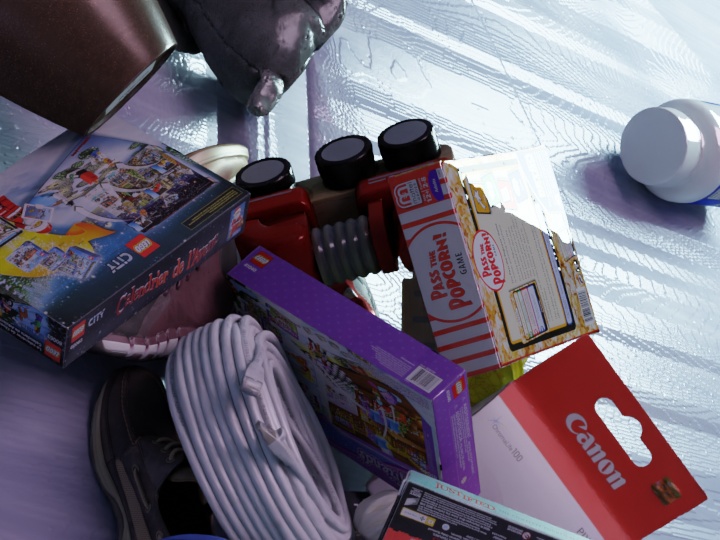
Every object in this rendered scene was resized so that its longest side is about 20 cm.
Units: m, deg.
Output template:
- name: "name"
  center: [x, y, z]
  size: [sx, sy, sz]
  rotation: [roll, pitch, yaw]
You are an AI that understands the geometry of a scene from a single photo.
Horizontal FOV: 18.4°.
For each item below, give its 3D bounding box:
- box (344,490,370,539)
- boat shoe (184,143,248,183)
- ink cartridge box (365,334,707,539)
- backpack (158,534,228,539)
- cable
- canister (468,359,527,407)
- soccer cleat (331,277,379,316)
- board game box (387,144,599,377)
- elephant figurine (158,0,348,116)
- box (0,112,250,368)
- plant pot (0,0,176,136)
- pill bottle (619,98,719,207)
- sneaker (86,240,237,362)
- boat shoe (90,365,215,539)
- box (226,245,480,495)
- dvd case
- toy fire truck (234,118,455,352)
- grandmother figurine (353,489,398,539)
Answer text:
- name: "box"
  center: [0.049, 0.252, 1.705]
  size: [0.200, 0.044, 0.160]
  rotation: [10, 56, -50]
- name: "boat shoe"
  center: [-0.145, -0.048, 1.679]
  size: [0.200, 0.072, 0.065]
  rotation: [-28, 98, -58]
- name: "ink cartridge box"
  center: [0.130, 0.167, 1.656]
  size: [0.163, 0.200, 0.057]
  rotation: [53, 25, -8]
- name: "backpack"
  center: [-0.111, 0.251, 1.346]
  size: [0.183, 0.200, 0.147]
  rotation: [48, 34, -13]
- name: "cable"
  center: [-0.064, 0.128, 1.521]
  size: [0.200, 0.069, 0.200]
  rotation: [-104, 169, -65]
- name: "canister"
  center: [0.082, 0.080, 1.774]
  size: [0.086, 0.149, 0.200]
  rotation: [33, 22, 4]
- name: "soccer cleat"
  center: [-0.013, 0.044, 1.761]
  size: [0.085, 0.069, 0.200]
  rotation: [57, 13, -37]
- name: "board game box"
  center: [0.102, -0.009, 1.625]
  size: [0.200, 0.046, 0.152]
  rotation: [-12, 85, -63]
- name: "elephant figurine"
  center: [-0.123, -0.230, 1.830]
  size: [0.200, 0.155, 0.142]
  rotation: [41, 78, -7]
- name: "box"
  center: [-0.189, -0.027, 1.522]
  size: [0.136, 0.038, 0.200]
  rotation: [31, 43, 20]
- name: "plant pot"
  center: [-0.229, -0.196, 1.547]
  size: [0.200, 0.187, 0.187]
  rotation: [45, 33, -3]
- name: "pill bottle"
  center: [0.362, -0.125, 2.381]
  size: [0.200, 0.112, 0.112]
  rotation: [3, 61, -52]
- name: "sneaker"
  center: [-0.151, 0.004, 1.579]
  size: [0.200, 0.076, 0.116]
  rotation: [6, 93, -61]
- name: "boat shoe"
  center: [-0.129, 0.152, 1.523]
  size: [0.074, 0.073, 0.200]
  rotation: [16, 51, -47]
- name: "box"
  center: [-0.005, 0.080, 1.590]
  size: [0.200, 0.137, 0.039]
  rotation: [31, 58, 32]
- name: "dvd case"
  center: [0.063, 0.247, 1.546]
  size: [0.146, 0.200, 0.022]
  rotation: [21, 23, -3]
- name: "toy fire truck"
  center: [0.000, 0.000, 1.657]
  size: [0.200, 0.176, 0.129]
  rotation: [-96, 170, -61]
- name: "grandmother figurine"
  center: [0.064, 0.230, 1.596]
  size: [0.200, 0.121, 0.061]
  rotation: [50, 57, -28]
